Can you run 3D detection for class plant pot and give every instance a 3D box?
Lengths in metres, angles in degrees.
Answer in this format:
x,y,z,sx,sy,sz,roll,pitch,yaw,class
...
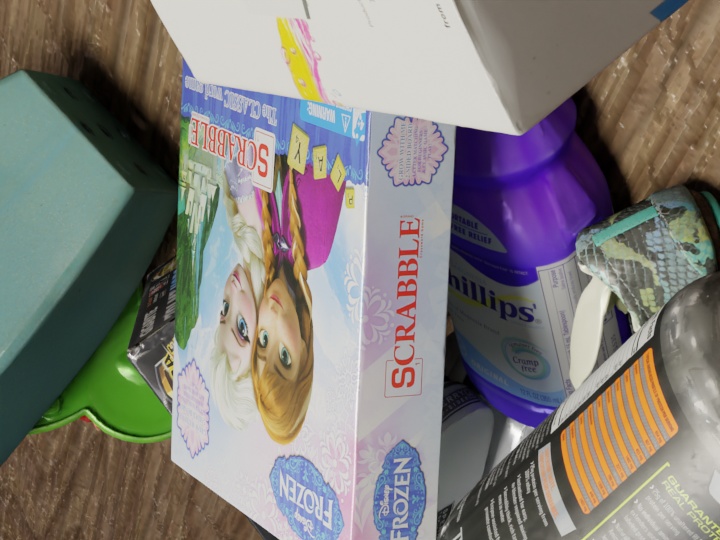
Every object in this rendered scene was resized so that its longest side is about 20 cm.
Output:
x,y,z,sx,sy,sz,roll,pitch,yaw,class
-0.201,-0.003,1.426,0.141,0.200,0.141,47,-169,10,plant pot

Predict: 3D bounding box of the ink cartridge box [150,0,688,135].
x,y,z,sx,sy,sz,roll,pitch,yaw,class
0.015,-0.152,0.923,0.200,0.147,0.145,14,137,54,ink cartridge box

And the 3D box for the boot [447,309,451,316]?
x,y,z,sx,sy,sz,roll,pitch,yaw,class
0.000,0.000,1.249,0.155,0.073,0.201,30,142,47,boot

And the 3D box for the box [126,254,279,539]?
x,y,z,sx,sy,sz,roll,pitch,yaw,class
-0.042,0.088,1.378,0.199,0.050,0.200,54,-176,-10,box

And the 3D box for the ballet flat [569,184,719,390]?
x,y,z,sx,sy,sz,roll,pitch,yaw,class
0.120,0.049,1.108,0.074,0.074,0.201,29,143,39,ballet flat

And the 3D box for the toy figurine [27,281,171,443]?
x,y,z,sx,sy,sz,roll,pitch,yaw,class
-0.186,0.044,1.619,0.199,0.151,0.184,25,169,-2,toy figurine

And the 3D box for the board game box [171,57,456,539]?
x,y,z,sx,sy,sz,roll,pitch,yaw,class
-0.024,0.009,1.120,0.200,0.041,0.201,-156,66,-63,board game box

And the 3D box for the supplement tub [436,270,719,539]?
x,y,z,sx,sy,sz,roll,pitch,yaw,class
0.129,0.084,1.011,0.123,0.122,0.200,48,124,6,supplement tub

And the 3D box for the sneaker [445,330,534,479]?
x,y,z,sx,sy,sz,roll,pitch,yaw,class
0.075,0.112,1.276,0.115,0.075,0.200,43,152,22,sneaker

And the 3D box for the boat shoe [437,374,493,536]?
x,y,z,sx,sy,sz,roll,pitch,yaw,class
0.012,0.119,1.235,0.057,0.069,0.201,39,133,27,boat shoe

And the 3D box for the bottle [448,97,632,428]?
x,y,z,sx,sy,sz,roll,pitch,yaw,class
0.066,-0.022,1.115,0.083,0.065,0.201,28,147,39,bottle
